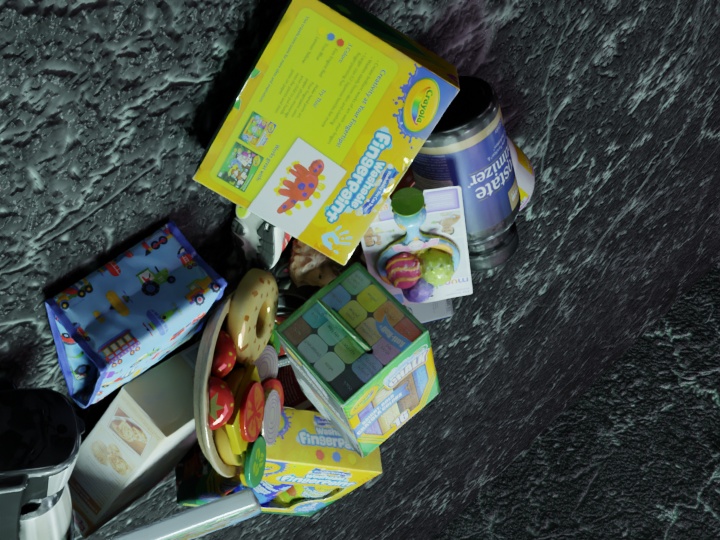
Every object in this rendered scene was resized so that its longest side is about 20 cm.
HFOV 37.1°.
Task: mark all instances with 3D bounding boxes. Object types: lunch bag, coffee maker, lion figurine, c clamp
[{"bbox_3d":[-0.227,0.067,1.093,0.150,0.094,0.201,-36,165,-27],"label":"lunch bag"},{"bbox_3d":[-0.365,0.218,1.030,0.191,0.135,0.201,-28,151,-34],"label":"coffee maker"},{"bbox_3d":[-0.021,-0.075,1.154,0.121,0.072,0.202,-17,132,-27],"label":"lion figurine"},{"bbox_3d":[-0.128,0.095,1.247,0.197,0.027,0.172,-20,128,11],"label":"c clamp"}]

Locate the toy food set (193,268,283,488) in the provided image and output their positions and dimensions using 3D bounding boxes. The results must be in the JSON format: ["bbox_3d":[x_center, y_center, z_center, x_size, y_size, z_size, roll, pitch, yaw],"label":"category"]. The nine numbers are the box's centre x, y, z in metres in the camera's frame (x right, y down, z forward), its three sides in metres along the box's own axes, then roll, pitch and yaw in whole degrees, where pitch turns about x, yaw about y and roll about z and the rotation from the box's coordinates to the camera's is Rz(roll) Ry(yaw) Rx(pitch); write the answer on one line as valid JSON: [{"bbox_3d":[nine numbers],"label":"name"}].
[{"bbox_3d":[-0.120,0.116,1.123,0.202,0.048,0.200,-74,161,-46],"label":"toy food set"}]

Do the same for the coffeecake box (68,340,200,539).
[{"bbox_3d":[-0.238,0.185,1.193,0.200,0.073,0.153,-49,171,32],"label":"coffeecake box"}]

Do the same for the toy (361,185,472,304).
[{"bbox_3d":[0.062,-0.008,1.160,0.113,0.048,0.201,-8,141,5],"label":"toy"}]

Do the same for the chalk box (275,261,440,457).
[{"bbox_3d":[-0.003,0.088,1.160,0.123,0.124,0.201,-38,152,-14],"label":"chalk box"}]

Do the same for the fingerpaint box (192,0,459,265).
[{"bbox_3d":[-0.032,-0.135,0.972,0.201,0.165,0.074,-56,-167,24],"label":"fingerpaint box"}]

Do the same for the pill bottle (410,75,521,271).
[{"bbox_3d":[0.116,-0.102,1.184,0.111,0.111,0.202,-36,130,-19],"label":"pill bottle"}]

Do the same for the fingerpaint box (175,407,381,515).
[{"bbox_3d":[-0.102,0.236,1.312,0.198,0.074,0.166,14,143,-34],"label":"fingerpaint box"}]

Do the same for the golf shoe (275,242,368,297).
[{"bbox_3d":[0.000,0.000,1.261,0.197,0.089,0.077,-19,175,4],"label":"golf shoe"}]

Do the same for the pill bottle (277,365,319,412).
[{"bbox_3d":[-0.078,0.162,1.397,0.199,0.114,0.112,-32,167,34],"label":"pill bottle"}]

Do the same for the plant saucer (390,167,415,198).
[{"bbox_3d":[0.019,-0.133,1.230,0.199,0.032,0.201,-36,153,-21],"label":"plant saucer"}]

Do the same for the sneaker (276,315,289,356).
[{"bbox_3d":[-0.093,0.066,1.321,0.197,0.077,0.074,-16,103,-25],"label":"sneaker"}]

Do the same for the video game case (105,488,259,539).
[{"bbox_3d":[-0.206,0.287,1.176,0.197,0.022,0.182,-19,167,-8],"label":"video game case"}]

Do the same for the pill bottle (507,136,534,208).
[{"bbox_3d":[0.156,-0.127,1.356,0.105,0.104,0.200,-49,163,9],"label":"pill bottle"}]

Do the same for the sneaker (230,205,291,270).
[{"bbox_3d":[-0.082,-0.093,1.104,0.085,0.076,0.201,-50,170,-44],"label":"sneaker"}]

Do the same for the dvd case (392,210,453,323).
[{"bbox_3d":[0.052,-0.003,1.385,0.024,0.153,0.199,-8,180,35],"label":"dvd case"}]
